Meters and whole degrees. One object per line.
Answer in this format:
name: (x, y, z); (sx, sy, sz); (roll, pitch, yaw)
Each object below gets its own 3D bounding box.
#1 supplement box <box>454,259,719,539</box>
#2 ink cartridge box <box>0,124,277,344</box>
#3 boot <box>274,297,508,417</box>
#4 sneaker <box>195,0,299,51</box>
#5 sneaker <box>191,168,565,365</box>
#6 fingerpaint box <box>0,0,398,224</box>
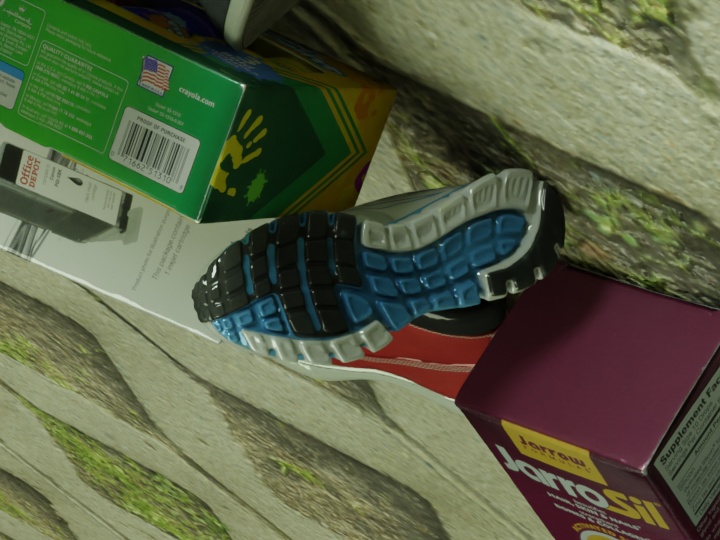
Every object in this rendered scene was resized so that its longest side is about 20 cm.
supplement box: (0.160, 0.101, 1.333); (0.131, 0.103, 0.200); (19, 156, 41)
ink cartridge box: (-0.144, -0.053, 1.343); (0.200, 0.083, 0.147); (24, -166, -4)
boot: (0.000, 0.010, 1.432); (0.200, 0.072, 0.144); (16, 155, 23)
sneaker: (-0.064, -0.177, 1.094); (0.106, 0.075, 0.200); (42, 162, 11)
sneaker: (0.000, 0.000, 1.237); (0.087, 0.200, 0.075); (-1, 100, 59)
fingerpaint box: (-0.108, -0.097, 1.222); (0.200, 0.073, 0.167); (26, -166, 22)
